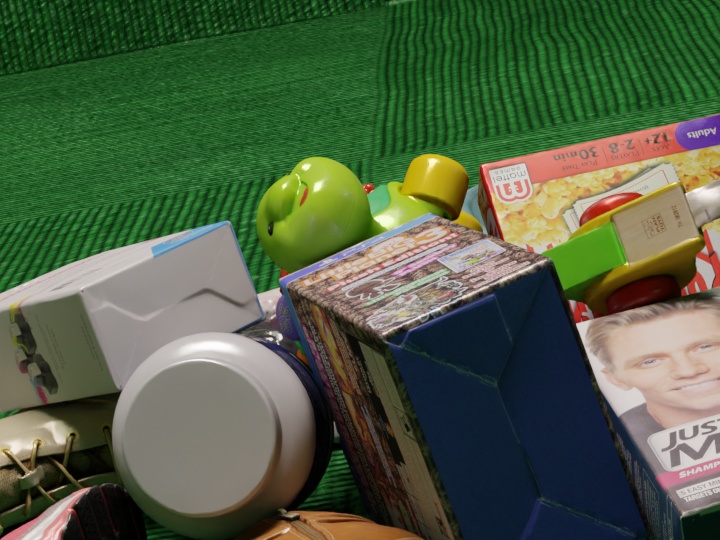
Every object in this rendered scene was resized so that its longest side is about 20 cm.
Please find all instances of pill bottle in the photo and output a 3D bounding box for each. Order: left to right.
[{"bbox_3d":[-0.076,0.089,1.514,0.110,0.112,0.200,-10,-3,3],"label":"pill bottle"}]

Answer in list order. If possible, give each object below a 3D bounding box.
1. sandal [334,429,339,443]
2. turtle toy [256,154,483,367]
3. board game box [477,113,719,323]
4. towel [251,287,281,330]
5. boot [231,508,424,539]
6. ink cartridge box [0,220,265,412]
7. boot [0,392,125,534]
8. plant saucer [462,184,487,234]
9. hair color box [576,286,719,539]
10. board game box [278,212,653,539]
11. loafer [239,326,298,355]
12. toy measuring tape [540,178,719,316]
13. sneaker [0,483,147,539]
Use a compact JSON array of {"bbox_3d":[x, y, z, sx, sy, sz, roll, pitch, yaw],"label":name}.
[{"bbox_3d":[0.006,0.075,1.739,0.202,0.050,0.082,0,17,32],"label":"sandal"},{"bbox_3d":[0.000,0.000,1.602,0.100,0.147,0.200,12,-21,15],"label":"turtle toy"},{"bbox_3d":[0.164,0.018,1.580,0.150,0.201,0.046,-13,-28,-7],"label":"board game box"},{"bbox_3d":[-0.048,0.037,1.848,0.199,0.032,0.191,-19,-8,-36],"label":"towel"},{"bbox_3d":[-0.056,0.166,1.377,0.199,0.074,0.155,-3,10,-24],"label":"boot"},{"bbox_3d":[-0.162,0.032,1.698,0.115,0.068,0.200,-25,8,-33],"label":"ink cartridge box"},{"bbox_3d":[-0.185,0.120,1.655,0.199,0.073,0.155,-2,14,42],"label":"boot"},{"bbox_3d":[0.145,-0.026,1.817,0.199,0.028,0.200,4,21,-2],"label":"plant saucer"},{"bbox_3d":[0.180,0.086,1.425,0.099,0.061,0.200,-14,28,-8],"label":"hair color box"},{"bbox_3d":[0.051,0.071,1.443,0.096,0.160,0.200,-24,14,-12],"label":"board game box"},{"bbox_3d":[-0.111,0.089,1.744,0.200,0.071,0.068,-16,-37,41],"label":"loafer"},{"bbox_3d":[0.182,-0.021,1.514,0.199,0.074,0.074,-25,9,18],"label":"toy measuring tape"},{"bbox_3d":[-0.188,0.165,1.475,0.086,0.074,0.200,-5,15,30],"label":"sneaker"}]
